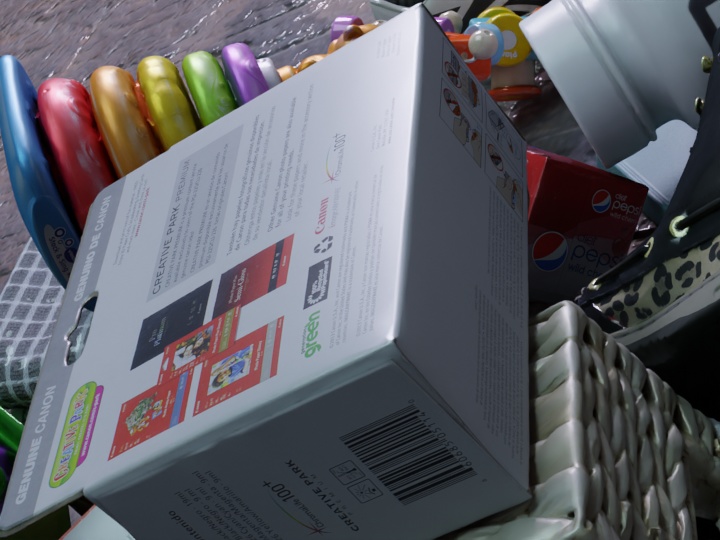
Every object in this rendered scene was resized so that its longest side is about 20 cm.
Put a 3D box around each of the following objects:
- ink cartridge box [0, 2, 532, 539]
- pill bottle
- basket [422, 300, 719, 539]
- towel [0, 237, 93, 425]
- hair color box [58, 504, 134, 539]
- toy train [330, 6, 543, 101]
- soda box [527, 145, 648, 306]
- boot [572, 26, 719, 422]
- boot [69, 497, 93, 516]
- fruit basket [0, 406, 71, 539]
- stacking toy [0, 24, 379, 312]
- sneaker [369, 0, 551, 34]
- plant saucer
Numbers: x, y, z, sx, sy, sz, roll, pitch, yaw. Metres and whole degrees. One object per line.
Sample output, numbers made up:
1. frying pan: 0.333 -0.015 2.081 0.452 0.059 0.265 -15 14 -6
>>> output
1. ink cartridge box: -0.030 0.019 0.638 0.175 0.084 0.200 -26 33 25
2. pill bottle: 0.180 -0.134 0.791 0.200 0.112 0.112 -31 28 9
3. basket: 0.042 0.120 0.638 0.200 0.123 0.136 -30 31 25
4. towel: -0.108 -0.003 0.922 0.165 0.086 0.200 -10 44 35
5. hair color box: -0.148 0.211 0.799 0.200 0.061 0.102 -44 64 0
6. toy train: 0.069 -0.113 0.939 0.199 0.056 0.150 -10 16 -38
7. soda box: 0.062 -0.036 0.877 0.200 0.063 0.070 28 102 62
8. boot: 0.142 -0.019 0.702 0.203 0.073 0.154 -33 35 55
9. boot: -0.095 0.081 0.955 0.200 0.074 0.155 11 60 46
10. fruit basket: -0.246 0.127 0.810 0.155 0.216 0.216 29 75 41
11. stacking toy: -0.070 -0.070 0.832 0.199 0.116 0.110 -22 44 -1
12. sneaker: 0.093 -0.195 1.060 0.200 0.089 0.074 -33 27 20
13. plant saucer: 0.171 -0.043 0.808 0.070 0.019 0.200 -43 27 5
